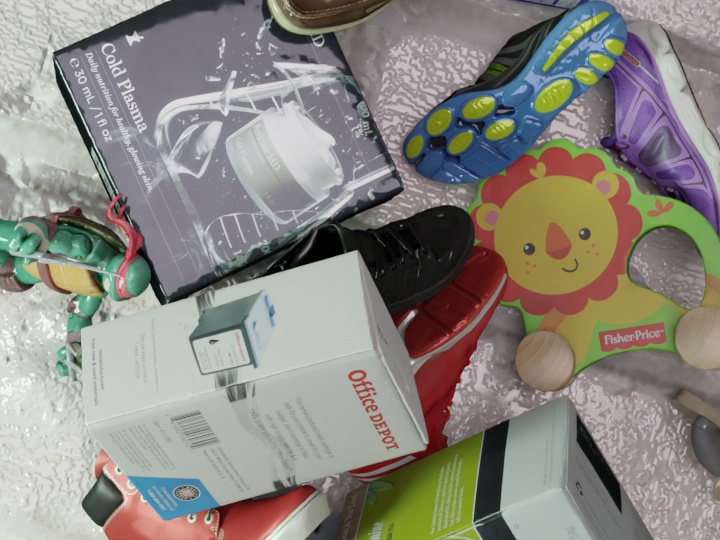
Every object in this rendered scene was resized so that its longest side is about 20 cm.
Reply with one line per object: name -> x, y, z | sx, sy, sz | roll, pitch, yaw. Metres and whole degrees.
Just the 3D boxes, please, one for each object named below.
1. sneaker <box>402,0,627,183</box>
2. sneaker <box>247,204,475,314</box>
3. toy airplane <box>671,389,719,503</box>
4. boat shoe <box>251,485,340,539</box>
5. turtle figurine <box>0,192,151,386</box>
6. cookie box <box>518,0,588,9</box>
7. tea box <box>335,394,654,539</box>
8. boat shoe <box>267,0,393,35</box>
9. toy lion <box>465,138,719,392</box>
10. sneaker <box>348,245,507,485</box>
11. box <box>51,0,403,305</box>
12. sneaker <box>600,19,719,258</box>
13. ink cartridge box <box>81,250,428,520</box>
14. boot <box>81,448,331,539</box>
sneaker -> 0.122, -0.137, 1.350 | 0.199, 0.083, 0.071 | -38, 100, 9
sneaker -> -0.002, -0.002, 1.252 | 0.199, 0.104, 0.060 | -33, 64, -10
toy airplane -> 0.335, 0.167, 1.305 | 0.198, 0.200, 0.142 | 27, 101, -8
boat shoe -> -0.051, 0.221, 1.320 | 0.200, 0.070, 0.066 | 43, 120, -4
turtle figurine -> -0.220, 0.004, 1.241 | 0.101, 0.199, 0.151 | -49, 139, -37
cookie box -> 0.097, -0.309, 1.350 | 0.198, 0.075, 0.173 | 9, 85, -8
tea box -> 0.110, 0.234, 1.250 | 0.196, 0.134, 0.201 | -27, 108, 19
boat shoe -> 0.025, -0.235, 1.238 | 0.202, 0.075, 0.075 | -32, 94, -23
toy lion -> 0.183, -0.008, 1.339 | 0.198, 0.069, 0.194 | -8, 85, 12
sneaker -> 0.051, 0.081, 1.330 | 0.200, 0.078, 0.116 | -45, 139, -10
box -> -0.101, -0.104, 1.296 | 0.195, 0.124, 0.201 | -26, 91, -9
sneaker -> 0.240, -0.096, 1.373 | 0.083, 0.081, 0.201 | -25, 85, 10
ink cartridge box -> -0.069, 0.082, 1.169 | 0.198, 0.147, 0.086 | -17, 54, 7
boot -> -0.122, 0.169, 1.262 | 0.200, 0.072, 0.145 | -34, 89, 37
